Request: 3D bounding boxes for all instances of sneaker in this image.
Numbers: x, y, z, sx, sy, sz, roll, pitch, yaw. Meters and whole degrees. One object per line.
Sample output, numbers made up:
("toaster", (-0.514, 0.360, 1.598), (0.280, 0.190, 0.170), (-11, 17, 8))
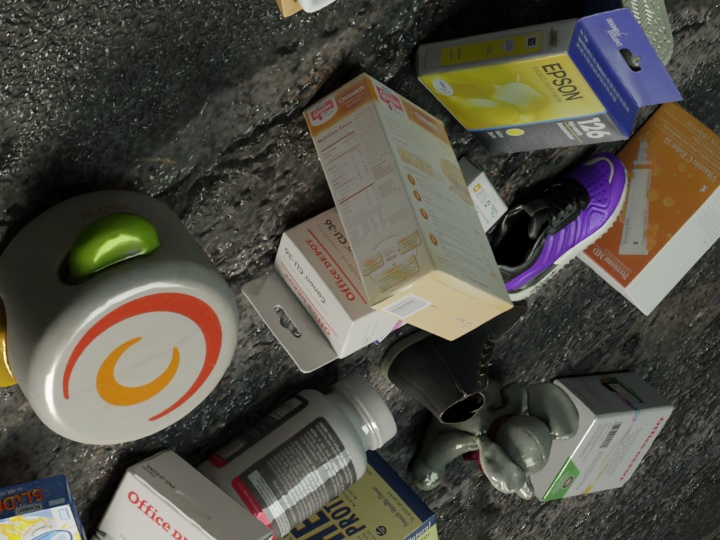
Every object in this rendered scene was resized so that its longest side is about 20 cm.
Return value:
("sneaker", (0.208, -0.057, 1.825), (0.200, 0.070, 0.100), (-47, 147, 0))
("sneaker", (0.242, -0.289, 1.609), (0.076, 0.111, 0.202), (-13, 103, -23))
("sneaker", (0.130, 0.100, 1.871), (0.199, 0.106, 0.075), (-28, 145, -27))

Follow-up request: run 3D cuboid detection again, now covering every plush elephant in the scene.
("plush elephant", (0.166, 0.199, 1.979), (0.164, 0.155, 0.201), (-31, 146, -24))

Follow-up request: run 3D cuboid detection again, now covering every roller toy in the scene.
("roller toy", (-0.204, 0.036, 1.365), (0.182, 0.140, 0.200), (23, 110, -46))

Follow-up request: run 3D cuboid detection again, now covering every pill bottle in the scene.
("pill bottle", (-0.064, 0.193, 1.741), (0.199, 0.111, 0.111), (-35, 147, -18))

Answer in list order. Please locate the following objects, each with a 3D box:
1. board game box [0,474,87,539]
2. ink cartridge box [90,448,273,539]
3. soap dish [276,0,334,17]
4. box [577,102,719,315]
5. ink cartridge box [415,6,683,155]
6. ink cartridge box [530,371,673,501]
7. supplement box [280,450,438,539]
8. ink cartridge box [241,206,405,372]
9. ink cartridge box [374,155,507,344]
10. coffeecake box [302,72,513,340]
("board game box", (-0.316, 0.267, 1.544), (0.134, 0.035, 0.201), (-12, 141, -5))
("ink cartridge box", (-0.195, 0.301, 1.657), (0.201, 0.144, 0.084), (-61, 163, 22))
("soap dish", (-0.018, -0.307, 1.256), (0.157, 0.081, 0.201), (-35, 147, -19))
("box", (0.337, -0.072, 1.911), (0.200, 0.124, 0.097), (-48, 149, 2))
("ink cartridge box", (0.180, -0.169, 1.570), (0.198, 0.199, 0.047), (38, 53, -58))
("ink cartridge box", (0.306, 0.218, 2.240), (0.199, 0.084, 0.145), (0, 127, -50))
("supplement box", (-0.023, 0.339, 1.933), (0.199, 0.134, 0.200), (-36, 148, -17))
("ink cartridge box", (0.000, 0.000, 1.583), (0.199, 0.117, 0.068), (-28, 157, -29))
("ink cartridge box", (0.062, -0.019, 1.725), (0.200, 0.037, 0.095), (-48, 150, -3))
("coffeecake box", (0.043, -0.054, 1.494), (0.073, 0.201, 0.153), (-29, 154, 22))
